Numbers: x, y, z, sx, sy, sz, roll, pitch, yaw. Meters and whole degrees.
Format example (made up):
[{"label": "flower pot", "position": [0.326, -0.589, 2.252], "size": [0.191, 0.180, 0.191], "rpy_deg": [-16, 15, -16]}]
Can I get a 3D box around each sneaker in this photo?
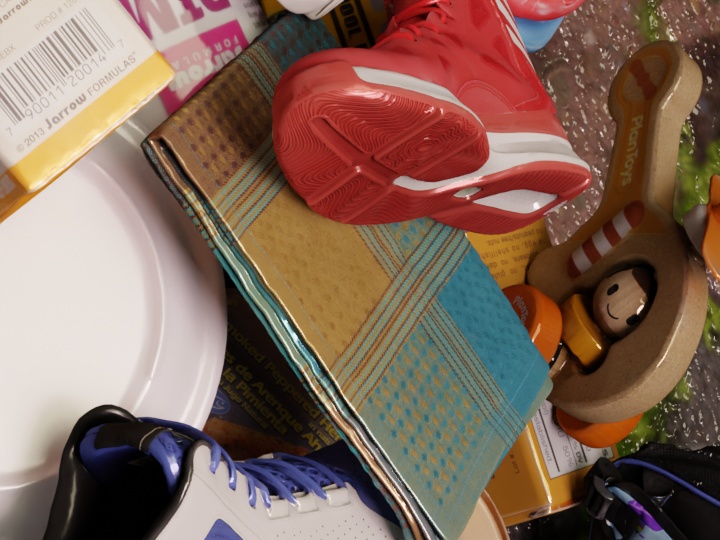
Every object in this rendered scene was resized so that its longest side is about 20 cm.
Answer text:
[{"label": "sneaker", "position": [-0.052, 0.097, 0.964], "size": [0.199, 0.080, 0.116], "rpy_deg": [-30, 124, -38]}, {"label": "sneaker", "position": [0.013, -0.083, 1.025], "size": [0.200, 0.078, 0.116], "rpy_deg": [19, 45, -59]}]

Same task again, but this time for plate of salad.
[{"label": "plate of salad", "position": [-0.150, 0.017, 0.988], "size": [0.199, 0.048, 0.202], "rpy_deg": [3, 81, -19]}]

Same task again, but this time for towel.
[{"label": "towel", "position": [0.000, 0.000, 1.021], "size": [0.201, 0.022, 0.147], "rpy_deg": [56, 34, -10]}]

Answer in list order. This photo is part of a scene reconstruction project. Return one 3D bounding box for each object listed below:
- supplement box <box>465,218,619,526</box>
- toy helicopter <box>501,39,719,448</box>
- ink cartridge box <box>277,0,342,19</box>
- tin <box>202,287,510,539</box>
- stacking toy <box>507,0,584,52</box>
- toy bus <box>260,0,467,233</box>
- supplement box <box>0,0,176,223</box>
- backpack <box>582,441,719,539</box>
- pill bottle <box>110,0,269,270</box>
[{"label": "supplement box", "position": [0.056, 0.020, 1.195], "size": [0.069, 0.066, 0.201], "rpy_deg": [-10, 82, -46]}, {"label": "toy helicopter", "position": [0.131, -0.024, 1.142], "size": [0.079, 0.132, 0.201], "rpy_deg": [33, 53, -31]}, {"label": "ink cartridge box", "position": [-0.047, -0.226, 1.044], "size": [0.145, 0.084, 0.201], "rpy_deg": [34, 34, -39]}, {"label": "tin", "position": [-0.018, 0.096, 1.095], "size": [0.200, 0.042, 0.112], "rpy_deg": [45, 52, -2]}, {"label": "stacking toy", "position": [0.125, -0.198, 1.241], "size": [0.116, 0.199, 0.110], "rpy_deg": [46, 50, -20]}, {"label": "toy bus", "position": [0.007, -0.068, 1.128], "size": [0.078, 0.065, 0.201], "rpy_deg": [-21, 82, -1]}, {"label": "supplement box", "position": [-0.167, -0.116, 0.909], "size": [0.073, 0.126, 0.200], "rpy_deg": [-40, 95, -18]}, {"label": "backpack", "position": [0.191, 0.187, 1.135], "size": [0.134, 0.199, 0.184], "rpy_deg": [3, 103, -42]}, {"label": "pill bottle", "position": [-0.097, -0.096, 1.066], "size": [0.113, 0.113, 0.201], "rpy_deg": [-28, 94, -43]}]
